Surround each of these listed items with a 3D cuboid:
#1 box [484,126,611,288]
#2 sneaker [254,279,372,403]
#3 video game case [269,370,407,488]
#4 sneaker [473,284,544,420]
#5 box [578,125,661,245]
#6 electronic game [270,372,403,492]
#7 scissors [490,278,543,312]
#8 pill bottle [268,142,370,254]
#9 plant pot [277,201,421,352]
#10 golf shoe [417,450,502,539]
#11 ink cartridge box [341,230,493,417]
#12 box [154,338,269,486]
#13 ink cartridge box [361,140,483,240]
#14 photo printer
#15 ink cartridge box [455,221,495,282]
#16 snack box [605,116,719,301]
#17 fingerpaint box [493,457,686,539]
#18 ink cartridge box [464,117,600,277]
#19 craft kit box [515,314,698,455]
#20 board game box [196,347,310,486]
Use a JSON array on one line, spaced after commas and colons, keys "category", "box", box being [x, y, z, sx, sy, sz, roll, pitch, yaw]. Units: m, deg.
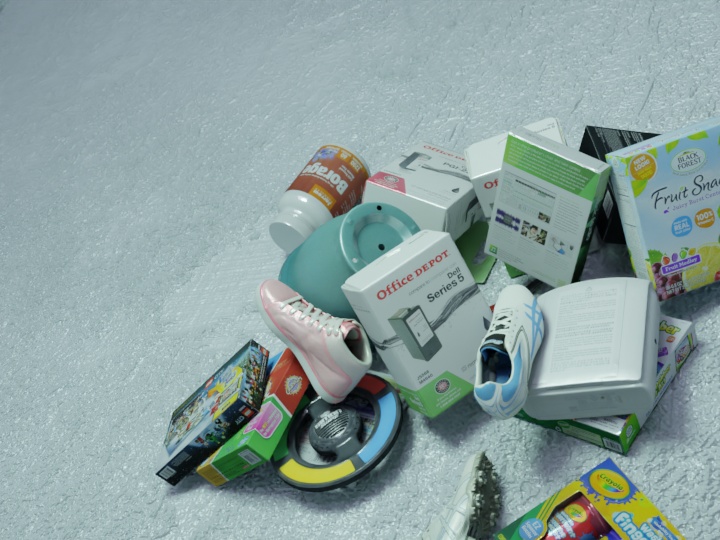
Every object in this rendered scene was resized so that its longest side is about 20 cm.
[{"category": "box", "box": [0.253, -0.082, 1.467, 0.144, 0.201, 0.036, 29, 42, 27]}, {"category": "sneaker", "box": [-0.057, 0.075, 1.470, 0.105, 0.201, 0.075, -44, -14, 35]}, {"category": "video game case", "box": [-0.042, 0.214, 1.537, 0.199, 0.022, 0.182, 8, 50, 40]}, {"category": "sneaker", "box": [0.181, 0.089, 1.324, 0.072, 0.073, 0.201, -13, 42, 29]}, {"category": "box", "box": [0.405, -0.122, 1.557, 0.140, 0.079, 0.200, 4, 39, -6]}, {"category": "electronic game", "box": [-0.035, 0.219, 1.472, 0.199, 0.042, 0.200, -19, 37, 15]}, {"category": "scissors", "box": [0.227, 0.050, 1.570, 0.199, 0.014, 0.073, -27, 34, 0]}, {"category": "pill bottle", "box": [-0.074, -0.123, 1.880, 0.112, 0.112, 0.200, 7, 49, 38]}, {"category": "plant pot", "box": [0.000, 0.000, 1.551, 0.200, 0.200, 0.188, -58, 4, -34]}, {"category": "golf shoe", "box": [0.112, 0.305, 1.291, 0.097, 0.078, 0.200, -12, 38, 30]}, {"category": "ink cartridge box", "box": [0.090, 0.068, 1.417, 0.145, 0.201, 0.084, -33, 14, -13]}, {"category": "box", "box": [-0.215, 0.207, 1.560, 0.200, 0.038, 0.137, -42, 21, 26]}, {"category": "ink cartridge box", "box": [0.110, -0.118, 1.669, 0.145, 0.085, 0.200, 21, 32, 22]}, {"category": "photo printer", "box": [0.295, 0.092, 1.356, 0.166, 0.070, 0.200, -10, 40, 26]}, {"category": "ink cartridge box", "box": [0.127, -0.046, 1.717, 0.199, 0.048, 0.146, 0, 44, 36]}, {"category": "snack box", "box": [0.430, -0.082, 1.407, 0.168, 0.201, 0.068, -20, 12, -8]}, {"category": "fingerpaint box", "box": [0.268, 0.326, 1.163, 0.166, 0.074, 0.200, -32, 37, -4]}, {"category": "ink cartridge box", "box": [0.254, -0.105, 1.576, 0.145, 0.200, 0.084, -18, 38, 13]}, {"category": "craft kit box", "box": [0.306, 0.128, 1.401, 0.199, 0.049, 0.198, 14, 51, 42]}, {"category": "board game box", "box": [-0.143, 0.203, 1.538, 0.153, 0.040, 0.200, -34, 21, 46]}]
